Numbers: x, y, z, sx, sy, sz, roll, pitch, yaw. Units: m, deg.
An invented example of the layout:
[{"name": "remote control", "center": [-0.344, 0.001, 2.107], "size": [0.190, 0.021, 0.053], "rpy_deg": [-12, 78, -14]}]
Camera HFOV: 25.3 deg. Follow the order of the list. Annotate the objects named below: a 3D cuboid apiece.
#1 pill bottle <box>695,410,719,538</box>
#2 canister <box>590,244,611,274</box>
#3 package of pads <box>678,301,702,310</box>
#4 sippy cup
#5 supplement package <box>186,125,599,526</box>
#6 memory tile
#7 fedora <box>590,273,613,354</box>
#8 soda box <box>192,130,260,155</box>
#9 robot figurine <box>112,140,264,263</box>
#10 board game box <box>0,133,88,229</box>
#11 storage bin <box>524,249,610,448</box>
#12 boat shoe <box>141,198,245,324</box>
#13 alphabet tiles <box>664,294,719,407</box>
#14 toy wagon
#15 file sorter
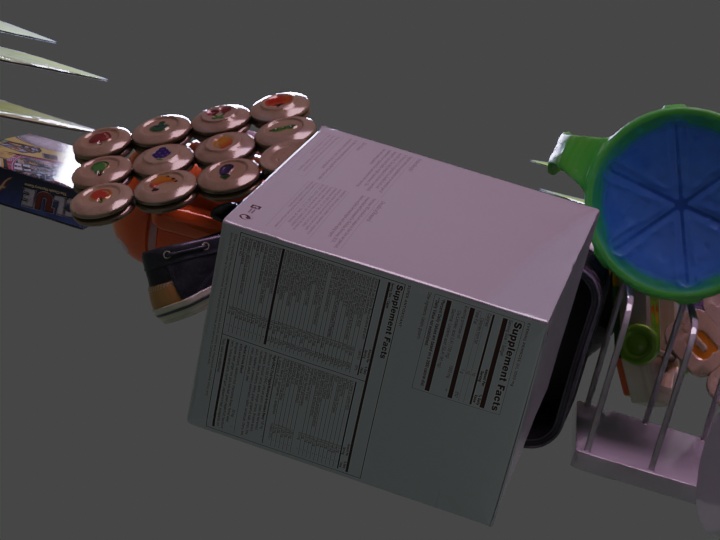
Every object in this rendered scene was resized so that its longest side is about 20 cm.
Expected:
[{"name": "pill bottle", "center": [0.323, 0.145, 1.015], "size": [0.199, 0.120, 0.120], "rpy_deg": [14, 12, -7]}, {"name": "canister", "center": [0.085, 0.012, 1.262], "size": [0.199, 0.149, 0.087], "rpy_deg": [19, 10, 6]}, {"name": "package of pads", "center": [0.312, 0.026, 1.662], "size": [0.199, 0.076, 0.121], "rpy_deg": [16, 9, 3]}, {"name": "sippy cup", "center": [0.232, -0.046, 1.171], "size": [0.178, 0.139, 0.130], "rpy_deg": [62, 7, 5]}, {"name": "supplement package", "center": [0.025, 0.027, 1.019], "size": [0.199, 0.147, 0.191], "rpy_deg": [18, 26, 11]}, {"name": "memory tile", "center": [-0.131, -0.091, 1.265], "size": [0.199, 0.017, 0.153], "rpy_deg": [-12, 32, -1]}, {"name": "fedora", "center": [0.194, 0.019, 1.424], "size": [0.092, 0.201, 0.201], "rpy_deg": [45, 12, -3]}, {"name": "soda box", "center": [-0.131, -0.090, 1.518], "size": [0.068, 0.064, 0.200], "rpy_deg": [14, -7, -6]}, {"name": "robot figurine", "center": [-0.120, -0.046, 1.340], "size": [0.199, 0.117, 0.144], "rpy_deg": [16, 46, 6]}, {"name": "board game box", "center": [-0.288, -0.087, 1.506], "size": [0.135, 0.035, 0.200], "rpy_deg": [17, 12, 6]}, {"name": "storage bin", "center": [0.069, 0.031, 1.168], "size": [0.199, 0.136, 0.094], "rpy_deg": [18, 12, 11]}, {"name": "boat shoe", "center": [-0.081, -0.028, 1.222], "size": [0.200, 0.062, 0.075], "rpy_deg": [-29, 7, -30]}, {"name": "alphabet tiles", "center": [0.340, 0.024, 1.254], "size": [0.196, 0.200, 0.015], "rpy_deg": [50, -5, 16]}, {"name": "toy wagon", "center": [0.240, 0.011, 1.327], "size": [0.039, 0.201, 0.155], "rpy_deg": [-5, -9, 21]}, {"name": "file sorter", "center": [0.266, 0.096, 1.157], "size": [0.199, 0.125, 0.139], "rpy_deg": [17, 12, 5]}]
